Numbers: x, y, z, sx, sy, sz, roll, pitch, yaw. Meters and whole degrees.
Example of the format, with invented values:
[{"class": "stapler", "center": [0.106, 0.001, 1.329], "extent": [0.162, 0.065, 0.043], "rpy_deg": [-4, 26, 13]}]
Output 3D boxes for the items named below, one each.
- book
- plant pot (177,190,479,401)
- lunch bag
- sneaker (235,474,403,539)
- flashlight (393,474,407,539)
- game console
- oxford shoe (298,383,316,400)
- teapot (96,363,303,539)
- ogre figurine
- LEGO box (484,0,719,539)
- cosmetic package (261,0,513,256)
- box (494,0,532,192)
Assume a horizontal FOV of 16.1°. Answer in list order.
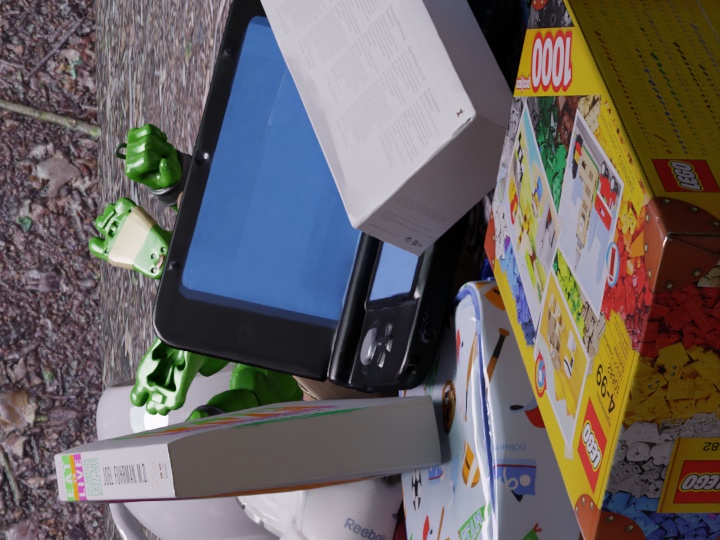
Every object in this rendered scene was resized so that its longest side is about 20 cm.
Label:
[{"class": "book", "center": [-0.061, 0.093, 1.248], "extent": [0.200, 0.133, 0.048], "rpy_deg": [166, 96, -67]}, {"class": "plant pot", "center": [0.000, 0.000, 1.402], "extent": [0.093, 0.201, 0.201], "rpy_deg": [-44, 26, 12]}, {"class": "lunch bag", "center": [0.068, 0.081, 1.214], "extent": [0.200, 0.075, 0.161], "rpy_deg": [136, 133, -74]}, {"class": "sneaker", "center": [-0.014, 0.123, 1.407], "extent": [0.087, 0.074, 0.200], "rpy_deg": [-59, 20, 5]}, {"class": "flashlight", "center": [0.038, 0.172, 1.380], "extent": [0.200, 0.067, 0.068], "rpy_deg": [-114, 20, -62]}, {"class": "game console", "center": [-0.016, -0.050, 1.258], "extent": [0.176, 0.116, 0.201], "rpy_deg": [166, 118, -77]}, {"class": "oxford shoe", "center": [-0.030, 0.025, 1.563], "extent": [0.200, 0.071, 0.074], "rpy_deg": [38, 157, 44]}, {"class": "teapot", "center": [-0.078, 0.133, 1.668], "extent": [0.200, 0.196, 0.147], "rpy_deg": [-116, 16, -88]}, {"class": "ogre figurine", "center": [-0.085, 0.023, 1.499], "extent": [0.098, 0.120, 0.201], "rpy_deg": [-40, 62, 26]}, {"class": "LEGO box", "center": [0.115, -0.010, 0.996], "extent": [0.200, 0.077, 0.150], "rpy_deg": [-105, 20, -53]}, {"class": "cosmetic package", "center": [0.010, -0.109, 1.201], "extent": [0.083, 0.051, 0.201], "rpy_deg": [-43, 47, 25]}, {"class": "box", "center": [0.089, -0.105, 1.224], "extent": [0.110, 0.034, 0.201], "rpy_deg": [118, 150, -65]}]
